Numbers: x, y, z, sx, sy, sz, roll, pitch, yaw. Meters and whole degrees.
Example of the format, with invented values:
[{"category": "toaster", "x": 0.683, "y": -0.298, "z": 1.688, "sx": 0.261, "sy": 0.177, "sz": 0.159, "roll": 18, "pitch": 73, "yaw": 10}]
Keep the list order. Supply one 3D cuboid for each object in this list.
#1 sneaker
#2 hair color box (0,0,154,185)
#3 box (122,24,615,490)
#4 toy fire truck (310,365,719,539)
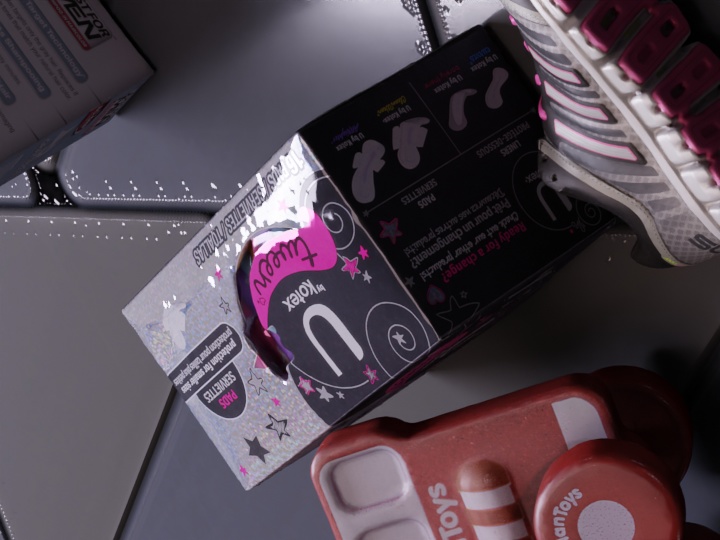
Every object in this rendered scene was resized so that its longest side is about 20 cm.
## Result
[{"category": "sneaker", "x": 0.097, "y": -0.079, "z": 1.075, "sx": 0.200, "sy": 0.074, "sz": 0.087, "roll": 51, "pitch": 136, "yaw": -2}, {"category": "hair color box", "x": -0.212, "y": -0.087, "z": 1.298, "sx": 0.099, "sy": 0.200, "sz": 0.061, "roll": 53, "pitch": 142, "yaw": 2}, {"category": "box", "x": 0.000, "y": 0.000, "z": 1.190, "sx": 0.115, "sy": 0.132, "sz": 0.200, "roll": 54, "pitch": 143, "yaw": 5}, {"category": "toy fire truck", "x": 0.083, "y": 0.146, "z": 1.167, "sx": 0.167, "sy": 0.112, "sz": 0.201, "roll": -17, "pitch": 106, "yaw": 15}]
